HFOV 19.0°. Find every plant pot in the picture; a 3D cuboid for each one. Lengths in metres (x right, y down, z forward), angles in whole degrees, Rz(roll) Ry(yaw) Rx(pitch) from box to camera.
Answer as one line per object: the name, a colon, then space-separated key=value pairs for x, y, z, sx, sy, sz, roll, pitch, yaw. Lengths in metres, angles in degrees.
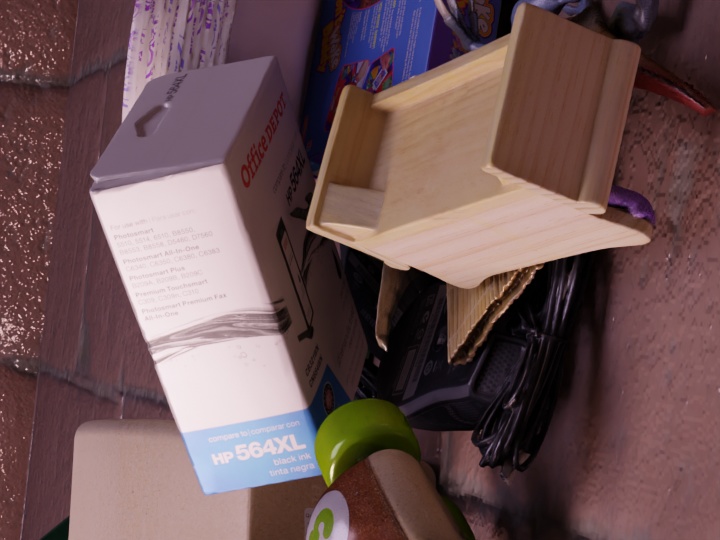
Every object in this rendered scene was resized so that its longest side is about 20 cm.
plant pot: x=-0.057 y=0.191 z=1.338 sx=0.177 sy=0.198 sz=0.202 roll=-21 pitch=62 yaw=54

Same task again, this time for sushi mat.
sushi mat: x=0.074 y=-0.045 z=1.178 sx=0.096 sy=0.012 sz=0.201 roll=-53 pitch=22 yaw=34

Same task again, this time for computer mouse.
computer mouse: x=0.000 y=0.000 z=1.363 sx=0.141 sy=0.046 sz=0.200 roll=49 pitch=155 yaw=14
computer mouse: x=0.071 y=0.050 z=1.170 sx=0.200 sy=0.052 sz=0.139 roll=-11 pitch=57 yaw=67

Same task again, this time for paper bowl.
paper bowl: x=-0.081 y=-0.124 z=1.355 sx=0.201 sy=0.103 sz=0.203 roll=8 pitch=-90 yaw=-87

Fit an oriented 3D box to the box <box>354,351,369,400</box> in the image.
box: x=-0.034 y=0.081 z=1.548 sx=0.117 sy=0.048 sz=0.202 roll=-121 pitch=38 yaw=-66

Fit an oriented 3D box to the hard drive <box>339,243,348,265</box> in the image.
hard drive: x=0.013 y=-0.112 z=1.481 sx=0.140 sy=0.033 sz=0.201 roll=118 pitch=154 yaw=-52

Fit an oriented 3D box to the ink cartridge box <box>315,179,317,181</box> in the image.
ink cartridge box: x=-0.012 y=-0.136 z=1.435 sx=0.120 sy=0.042 sz=0.201 roll=-53 pitch=32 yaw=39

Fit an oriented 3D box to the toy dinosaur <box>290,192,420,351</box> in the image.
toy dinosaur: x=0.014 y=-0.025 z=1.206 sx=0.047 sy=0.088 sz=0.200 roll=-46 pitch=2 yaw=24

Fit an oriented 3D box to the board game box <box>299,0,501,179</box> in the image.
board game box: x=0.029 y=-0.161 z=1.293 sx=0.134 sy=0.045 sz=0.202 roll=-21 pitch=52 yaw=52

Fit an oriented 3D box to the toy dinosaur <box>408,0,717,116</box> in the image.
toy dinosaur: x=0.084 y=-0.100 z=1.092 sx=0.182 sy=0.104 sz=0.201 roll=113 pitch=157 yaw=-47

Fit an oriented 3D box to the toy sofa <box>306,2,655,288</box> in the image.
toy sofa: x=0.063 y=-0.055 z=1.045 sx=0.200 sy=0.097 sz=0.084 roll=-17 pitch=56 yaw=63

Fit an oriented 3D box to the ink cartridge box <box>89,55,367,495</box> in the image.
ink cartridge box: x=-0.069 y=0.001 z=1.221 sx=0.146 sy=0.084 sz=0.201 roll=-72 pitch=-31 yaw=-59

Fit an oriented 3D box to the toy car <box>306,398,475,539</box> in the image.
toy car: x=-0.024 y=0.197 z=1.120 sx=0.158 sy=0.199 sz=0.165 roll=59 pitch=-179 yaw=-36

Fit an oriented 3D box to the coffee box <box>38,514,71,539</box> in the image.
coffee box: x=-0.151 y=0.209 z=1.590 sx=0.123 sy=0.200 sz=0.044 roll=43 pitch=141 yaw=14
